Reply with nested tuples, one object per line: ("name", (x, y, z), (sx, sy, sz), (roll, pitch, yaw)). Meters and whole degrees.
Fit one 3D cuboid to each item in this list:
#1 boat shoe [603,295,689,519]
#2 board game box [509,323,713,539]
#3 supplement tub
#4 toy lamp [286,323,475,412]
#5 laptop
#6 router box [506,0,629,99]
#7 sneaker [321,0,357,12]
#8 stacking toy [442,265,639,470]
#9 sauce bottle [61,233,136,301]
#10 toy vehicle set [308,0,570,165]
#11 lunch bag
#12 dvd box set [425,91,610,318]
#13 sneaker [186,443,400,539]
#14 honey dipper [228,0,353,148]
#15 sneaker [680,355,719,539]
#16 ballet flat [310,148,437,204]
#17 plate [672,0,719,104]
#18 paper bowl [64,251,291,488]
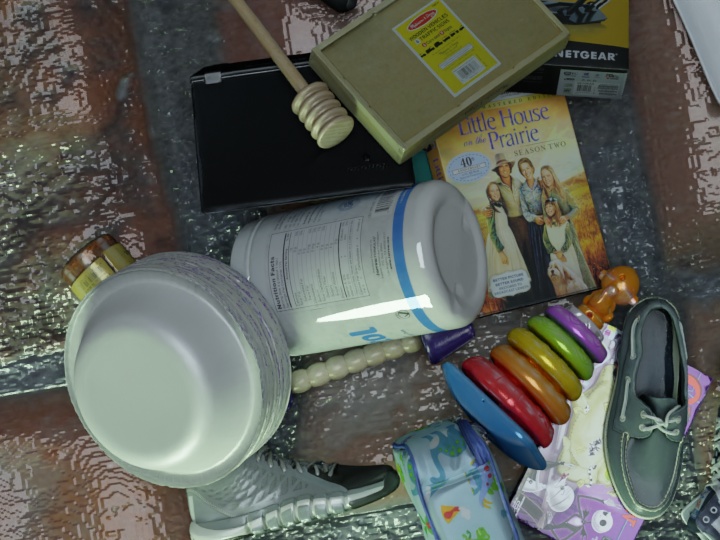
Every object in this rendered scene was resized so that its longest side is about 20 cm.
("boat shoe", (0.260, 0.123, 1.639), (0.072, 0.062, 0.202), (4, 85, 0))
("board game box", (0.228, 0.162, 1.681), (0.119, 0.032, 0.201), (26, 86, -1))
("supplement tub", (0.000, 0.000, 1.610), (0.199, 0.132, 0.133), (-11, 84, 29))
("toy lamp", (0.008, 0.077, 1.677), (0.198, 0.058, 0.059), (-18, 85, 0))
("laptop", (-0.053, -0.132, 1.639), (0.186, 0.200, 0.117), (-7, 100, 0))
("router box", (0.147, -0.242, 1.676), (0.198, 0.052, 0.158), (3, 63, 1))
("sneaker", (-0.090, -0.300, 1.711), (0.090, 0.070, 0.200), (-45, 85, 12))
("stacking toy", (0.178, 0.071, 1.643), (0.200, 0.110, 0.116), (-47, 65, -4))
("sauce bottle", (-0.191, 0.058, 1.678), (0.066, 0.066, 0.200), (-39, 85, -2))
("toy vehicle set", (0.070, -0.194, 1.591), (0.199, 0.027, 0.124), (-35, 75, -20))
("lunch bag", (0.095, 0.230, 1.612), (0.082, 0.161, 0.201), (-20, 87, -6))
("dvd box set", (0.143, -0.067, 1.675), (0.145, 0.029, 0.202), (-11, 84, -22))
("sneaker", (-0.070, 0.175, 1.662), (0.198, 0.075, 0.116), (-15, 83, 1))
("honey dipper", (-0.075, -0.189, 1.588), (0.038, 0.038, 0.200), (-37, 66, -2))
("sneaker", (0.335, 0.172, 1.655), (0.108, 0.070, 0.202), (-17, 88, -2))
("ballet flat", (0.019, -0.082, 1.679), (0.199, 0.065, 0.071), (12, 76, -23))
("plate", (0.385, -0.279, 1.711), (0.198, 0.032, 0.201), (-25, 85, 0))
("paper bowl", (-0.169, 0.092, 1.585), (0.199, 0.104, 0.202), (8, 109, 22))
